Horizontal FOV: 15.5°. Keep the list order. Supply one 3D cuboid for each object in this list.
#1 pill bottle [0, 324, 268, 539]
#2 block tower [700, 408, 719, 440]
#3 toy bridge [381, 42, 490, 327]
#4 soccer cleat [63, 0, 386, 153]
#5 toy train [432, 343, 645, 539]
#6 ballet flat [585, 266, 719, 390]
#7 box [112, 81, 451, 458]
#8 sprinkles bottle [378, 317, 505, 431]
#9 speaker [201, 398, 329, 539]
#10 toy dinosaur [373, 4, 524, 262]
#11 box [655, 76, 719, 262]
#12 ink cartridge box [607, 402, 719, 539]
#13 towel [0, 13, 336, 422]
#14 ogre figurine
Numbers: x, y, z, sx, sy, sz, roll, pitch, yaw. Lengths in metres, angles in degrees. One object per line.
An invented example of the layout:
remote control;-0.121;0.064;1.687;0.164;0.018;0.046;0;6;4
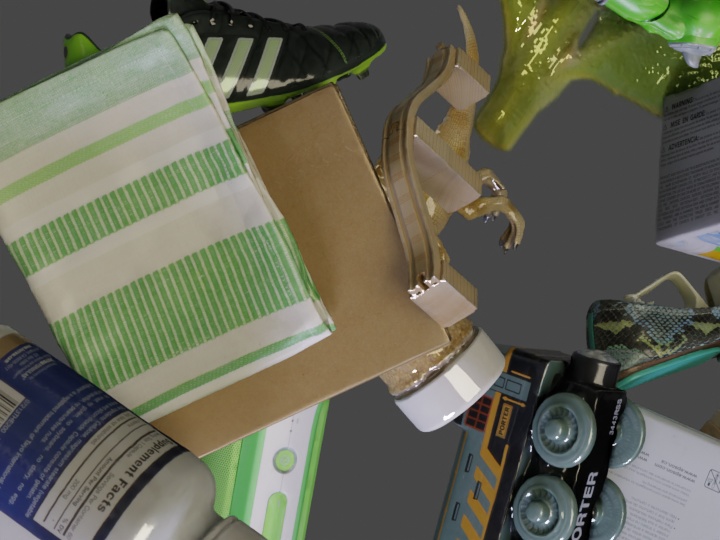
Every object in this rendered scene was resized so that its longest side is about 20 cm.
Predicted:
pill bottle;-0.149;0.126;1.443;0.199;0.111;0.111;34;82;11
block tower;0.248;0.127;1.724;0.200;0.058;0.054;-52;143;7
toy bridge;0.041;-0.062;1.525;0.067;0.027;0.201;40;37;-31
soccer cleat;-0.076;-0.126;1.530;0.199;0.067;0.082;-17;99;-24
toy train;0.104;0.139;1.654;0.085;0.114;0.201;4;103;-51
ballet flat;0.229;0.029;1.727;0.199;0.074;0.075;-9;105;-35
box;-0.070;0.009;1.510;0.199;0.021;0.164;-25;92;4
sprinkles bottle;0.000;0.000;1.562;0.068;0.068;0.200;-42;99;-15
speaker;-0.068;0.127;1.573;0.088;0.088;0.201;7;97;-29
toy dinosaur;0.052;-0.053;1.618;0.101;0.058;0.201;33;84;-28
box;0.302;-0.052;1.709;0.199;0.112;0.102;15;72;-30
ink cartridge box;0.191;0.200;1.676;0.201;0.195;0.043;-67;155;0
towel;-0.120;-0.023;1.480;0.152;0.023;0.201;-26;97;6
ogre figurine;0.224;-0.218;1.660;0.120;0.098;0.200;49;60;-9
